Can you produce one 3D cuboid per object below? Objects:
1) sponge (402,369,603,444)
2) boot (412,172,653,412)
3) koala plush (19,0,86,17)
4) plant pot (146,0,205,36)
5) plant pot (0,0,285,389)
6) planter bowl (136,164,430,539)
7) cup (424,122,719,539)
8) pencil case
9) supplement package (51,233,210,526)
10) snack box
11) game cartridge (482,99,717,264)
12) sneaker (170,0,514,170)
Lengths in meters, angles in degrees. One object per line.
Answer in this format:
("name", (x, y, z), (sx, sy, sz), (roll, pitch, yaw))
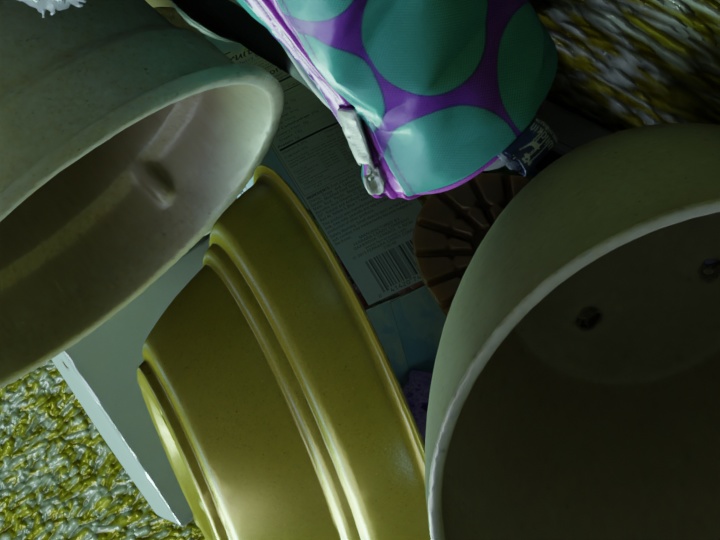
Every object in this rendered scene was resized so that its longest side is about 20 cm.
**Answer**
("sponge", (0.113, 0.099, 0.961), (0.200, 0.030, 0.111), (31, 169, -40))
("boot", (0.101, 0.034, 0.921), (0.200, 0.075, 0.107), (33, 171, -5))
("koala plush", (-0.159, -0.182, 0.806), (0.200, 0.178, 0.184), (35, 129, -11))
("plant pot", (-0.146, -0.081, 1.182), (0.200, 0.201, 0.183), (43, 159, -29))
("plant pot", (-0.164, -0.075, 0.925), (0.184, 0.200, 0.201), (50, 174, 13))
("planter bowl", (-0.037, 0.065, 0.946), (0.201, 0.083, 0.201), (90, 154, -65))
("cup", (0.109, 0.029, 0.782), (0.200, 0.200, 0.143), (43, -165, -28))
("pencil case", (-0.015, -0.111, 0.789), (0.200, 0.093, 0.085), (46, 157, -30))
("supplement package", (-0.055, 0.031, 1.242), (0.117, 0.200, 0.117), (57, 169, -4))
("snack box", (0.000, 0.000, 1.042), (0.200, 0.067, 0.169), (57, 168, 42))
("game cartridge", (0.102, -0.022, 0.968), (0.200, 0.038, 0.130), (31, 172, 41))
("sneaker", (-0.010, -0.103, 0.930), (0.200, 0.071, 0.099), (34, -179, 12))
